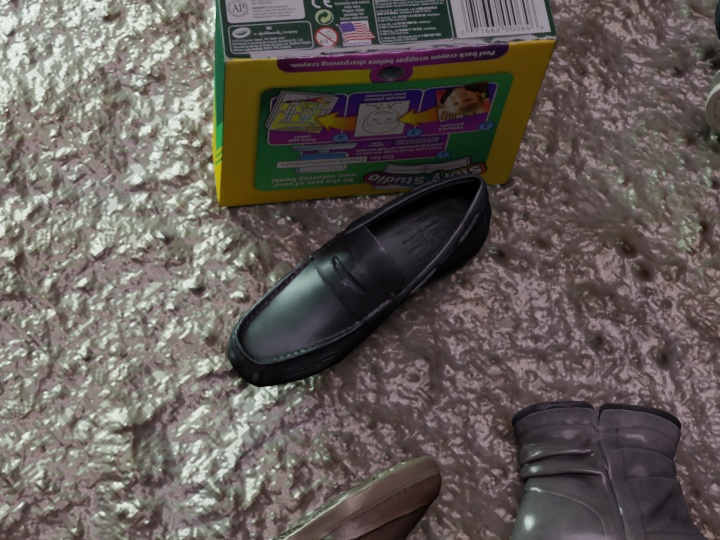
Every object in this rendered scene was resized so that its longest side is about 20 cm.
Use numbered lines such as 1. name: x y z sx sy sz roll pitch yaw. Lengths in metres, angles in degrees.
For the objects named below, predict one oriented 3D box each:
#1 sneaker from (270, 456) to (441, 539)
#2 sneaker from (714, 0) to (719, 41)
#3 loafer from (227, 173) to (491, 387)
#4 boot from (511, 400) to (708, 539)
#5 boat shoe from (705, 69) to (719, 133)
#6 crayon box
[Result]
1. sneaker: -0.026 0.184 0.923 0.199 0.070 0.076 -31 87 -17
2. sneaker: 0.343 -0.178 1.155 0.198 0.075 0.088 13 50 -11
3. loafer: 0.000 0.000 1.013 0.200 0.071 0.068 -34 69 -21
4. boot: 0.185 0.144 0.958 0.198 0.070 0.132 13 55 -3
5. boat shoe: 0.332 -0.115 1.112 0.198 0.072 0.060 8 55 -6
6. crayon box: 0.008 -0.112 1.017 0.198 0.173 0.059 -5 65 -9
